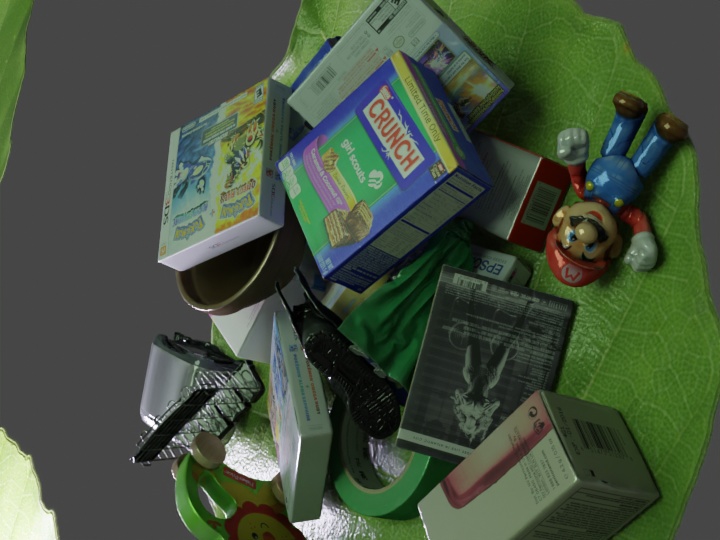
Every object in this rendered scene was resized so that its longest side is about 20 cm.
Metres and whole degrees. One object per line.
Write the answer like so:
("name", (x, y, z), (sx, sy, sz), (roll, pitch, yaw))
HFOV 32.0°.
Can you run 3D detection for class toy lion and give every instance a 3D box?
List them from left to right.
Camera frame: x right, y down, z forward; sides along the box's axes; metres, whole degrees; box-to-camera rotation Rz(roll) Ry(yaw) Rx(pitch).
("toy lion", (-0.143, 0.321, 1.567), (0.069, 0.199, 0.193), (-47, 26, 28))

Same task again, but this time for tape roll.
("tape roll", (0.038, 0.193, 1.495), (0.199, 0.048, 0.203), (-23, 60, 46))

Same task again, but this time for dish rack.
("dish rack", (-0.214, 0.185, 1.615), (0.154, 0.200, 0.055), (-48, 70, 13))

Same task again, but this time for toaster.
("toaster", (-0.245, 0.172, 1.810), (0.199, 0.113, 0.131), (19, 94, 51))

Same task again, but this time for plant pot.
("plant pot", (-0.133, -0.032, 1.551), (0.200, 0.092, 0.203), (-25, 53, 38))

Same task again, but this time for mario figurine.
("mario figurine", (0.253, -0.075, 1.271), (0.123, 0.105, 0.202), (37, 105, 49))

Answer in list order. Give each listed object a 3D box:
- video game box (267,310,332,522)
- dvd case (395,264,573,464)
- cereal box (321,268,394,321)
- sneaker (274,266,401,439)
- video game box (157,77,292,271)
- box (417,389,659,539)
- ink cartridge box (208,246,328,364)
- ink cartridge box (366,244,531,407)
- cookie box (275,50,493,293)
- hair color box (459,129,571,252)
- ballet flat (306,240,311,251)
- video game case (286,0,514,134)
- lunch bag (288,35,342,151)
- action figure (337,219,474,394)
("video game box", (-0.078, 0.182, 1.555), (0.201, 0.046, 0.184), (99, 159, -50))
("dvd case", (0.133, 0.111, 1.344), (0.016, 0.147, 0.203), (42, -117, -86))
("cereal box", (0.000, 0.000, 1.536), (0.144, 0.039, 0.201), (-54, 9, 25))
("sneaker", (-0.025, 0.095, 1.424), (0.060, 0.200, 0.104), (-36, 26, 4))
("video game box", (-0.165, -0.113, 1.518), (0.199, 0.046, 0.185), (-21, 60, 42))
("box", (0.173, 0.228, 1.246), (0.200, 0.127, 0.110), (-48, 44, 30))
("ink cartridge box", (-0.128, 0.023, 1.700), (0.126, 0.127, 0.200), (-61, 39, 16))
("ink cartridge box", (0.075, 0.057, 1.448), (0.195, 0.043, 0.201), (17, 70, 51))
("cookie box", (0.021, -0.106, 1.367), (0.199, 0.075, 0.173), (-39, 56, 23))
("hair color box", (0.146, -0.103, 1.450), (0.199, 0.061, 0.103), (33, 102, 51))
("ballet flat", (-0.063, -0.073, 1.702), (0.072, 0.068, 0.200), (-45, 30, -1))
("video game case", (0.045, -0.203, 1.436), (0.181, 0.045, 0.200), (45, 114, -1))
("lunch bag", (-0.008, -0.186, 1.562), (0.170, 0.198, 0.125), (-51, 43, 26))
("action figure", (0.067, 0.023, 1.384), (0.201, 0.118, 0.054), (-53, 25, -17))
